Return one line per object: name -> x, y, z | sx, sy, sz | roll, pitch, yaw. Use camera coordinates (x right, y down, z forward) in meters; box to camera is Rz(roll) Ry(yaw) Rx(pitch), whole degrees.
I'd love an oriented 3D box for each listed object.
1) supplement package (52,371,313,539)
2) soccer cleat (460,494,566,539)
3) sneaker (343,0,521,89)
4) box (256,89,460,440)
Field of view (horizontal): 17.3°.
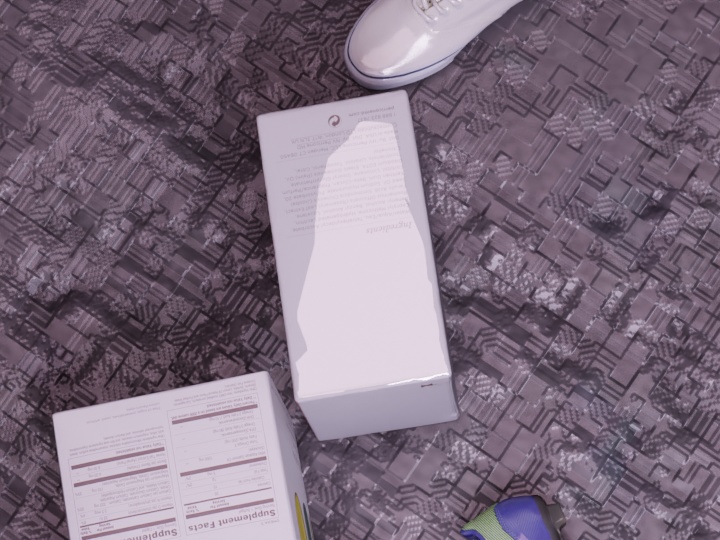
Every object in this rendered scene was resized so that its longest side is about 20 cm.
supplement package -> -0.107, 0.193, 1.583 | 0.149, 0.152, 0.202 | -11, 73, 2
soccer cleat -> 0.124, 0.252, 1.594 | 0.083, 0.065, 0.202 | -18, 76, 2
sneaker -> 0.071, -0.206, 1.710 | 0.199, 0.071, 0.073 | -35, 76, -4
box -> 0.000, 0.000, 1.623 | 0.105, 0.152, 0.202 | -9, 75, 2
